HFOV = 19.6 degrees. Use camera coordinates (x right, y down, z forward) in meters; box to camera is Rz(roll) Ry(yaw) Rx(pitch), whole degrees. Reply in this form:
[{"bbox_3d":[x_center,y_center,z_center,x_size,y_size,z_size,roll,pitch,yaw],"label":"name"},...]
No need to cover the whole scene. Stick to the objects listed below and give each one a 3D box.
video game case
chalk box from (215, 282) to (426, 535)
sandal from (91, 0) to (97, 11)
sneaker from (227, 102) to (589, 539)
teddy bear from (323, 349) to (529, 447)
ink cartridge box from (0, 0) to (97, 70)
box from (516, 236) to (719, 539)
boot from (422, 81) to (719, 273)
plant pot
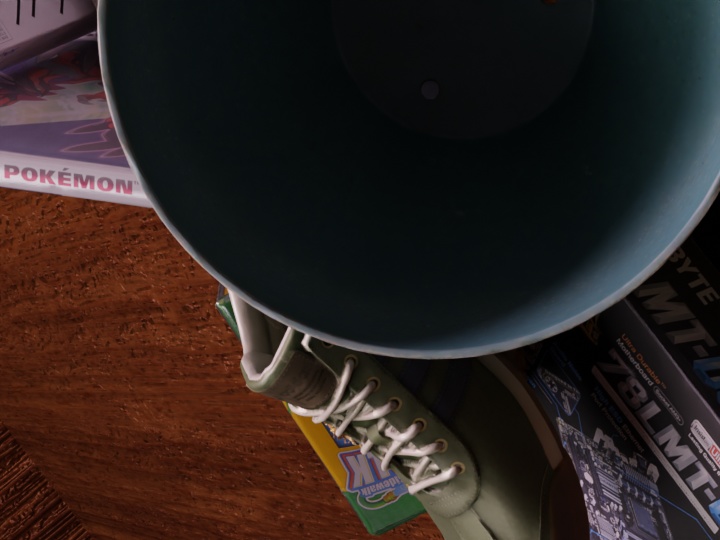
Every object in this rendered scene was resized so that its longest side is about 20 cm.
[{"bbox_3d":[-0.135,-0.086,1.088,0.182,0.200,0.023,8,116,9],"label":"video game case"},{"bbox_3d":[0.032,0.041,1.068,0.200,0.124,0.125,57,-166,-22],"label":"chalk box"},{"bbox_3d":[-0.121,-0.191,1.119,0.050,0.082,0.203,98,147,-78],"label":"sandal"},{"bbox_3d":[-0.003,0.036,0.743,0.067,0.090,0.200,-36,80,45],"label":"sneaker"},{"bbox_3d":[0.000,0.000,0.839,0.200,0.067,0.145,47,143,39],"label":"teddy bear"},{"bbox_3d":[-0.180,-0.166,1.117,0.044,0.200,0.094,-33,92,36],"label":"ink cartridge box"},{"bbox_3d":[0.117,0.095,0.813,0.200,0.050,0.199,53,148,24],"label":"box"},{"bbox_3d":[0.089,-0.006,0.900,0.168,0.076,0.200,-18,106,43],"label":"boot"},{"bbox_3d":[0.028,-0.083,0.685,0.200,0.200,0.135,51,-167,-2],"label":"plant pot"}]
